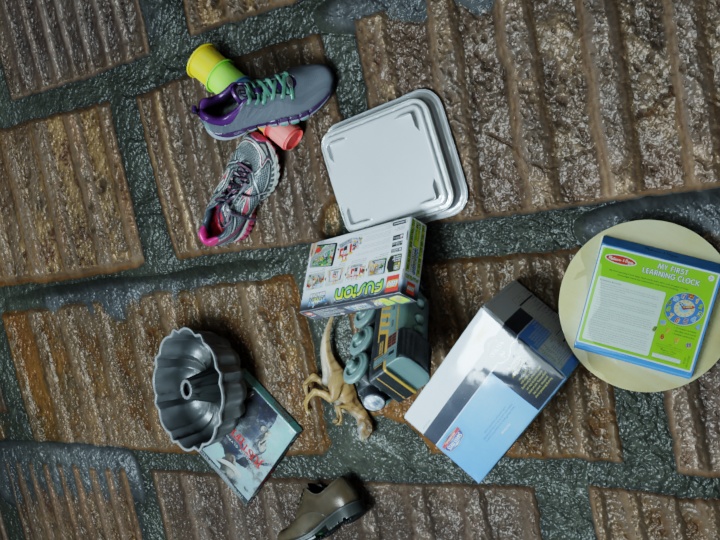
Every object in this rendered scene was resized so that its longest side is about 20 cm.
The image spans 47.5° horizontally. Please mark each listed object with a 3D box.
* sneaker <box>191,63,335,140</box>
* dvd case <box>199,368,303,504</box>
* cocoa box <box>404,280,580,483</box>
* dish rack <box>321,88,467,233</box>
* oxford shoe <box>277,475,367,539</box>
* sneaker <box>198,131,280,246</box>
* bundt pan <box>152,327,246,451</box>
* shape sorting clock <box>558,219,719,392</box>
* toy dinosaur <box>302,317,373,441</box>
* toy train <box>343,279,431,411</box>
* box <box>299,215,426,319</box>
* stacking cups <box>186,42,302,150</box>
[{"bbox_3d":[-0.131,-0.236,1.128,0.198,0.088,0.075,-22,81,6],"label":"sneaker"},{"bbox_3d":[-0.195,0.284,1.390,0.146,0.022,0.201,44,122,15],"label":"dvd case"},{"bbox_3d":[0.176,0.140,1.048,0.131,0.133,0.201,39,120,14],"label":"cocoa box"},{"bbox_3d":[0.036,-0.138,1.117,0.198,0.043,0.174,-15,96,35],"label":"dish rack"},{"bbox_3d":[-0.072,0.389,1.321,0.200,0.072,0.085,-40,65,30],"label":"oxford shoe"},{"bbox_3d":[-0.183,-0.116,1.236,0.080,0.074,0.201,36,122,18],"label":"sneaker"},{"bbox_3d":[-0.259,0.192,1.354,0.200,0.075,0.205,3,94,43],"label":"bundt pan"},{"bbox_3d":[0.333,0.041,0.958,0.197,0.039,0.203,2,98,15],"label":"shape sorting clock"},{"bbox_3d":[-0.042,0.167,1.251,0.105,0.060,0.202,-24,96,10],"label":"toy dinosaur"},{"bbox_3d":[0.045,0.094,1.095,0.085,0.201,0.114,39,124,-22],"label":"toy train"},{"bbox_3d":[0.000,0.000,1.129,0.199,0.035,0.111,-12,61,44],"label":"box"},{"bbox_3d":[-0.169,-0.253,1.203,0.200,0.060,0.061,42,121,16],"label":"stacking cups"}]
